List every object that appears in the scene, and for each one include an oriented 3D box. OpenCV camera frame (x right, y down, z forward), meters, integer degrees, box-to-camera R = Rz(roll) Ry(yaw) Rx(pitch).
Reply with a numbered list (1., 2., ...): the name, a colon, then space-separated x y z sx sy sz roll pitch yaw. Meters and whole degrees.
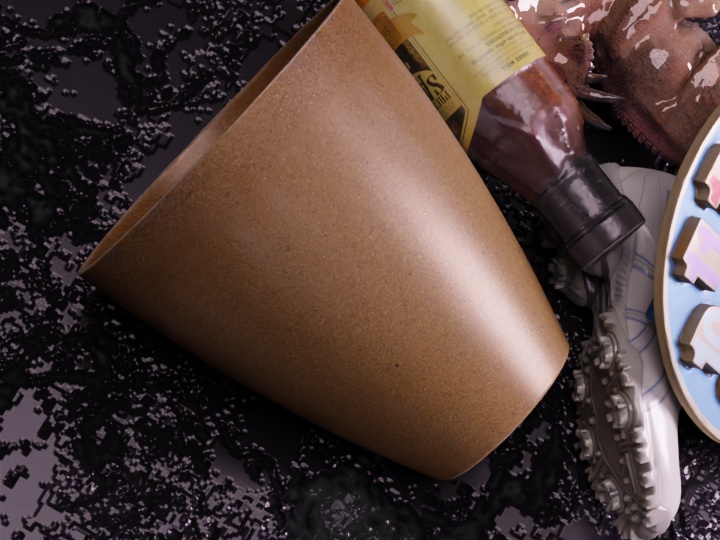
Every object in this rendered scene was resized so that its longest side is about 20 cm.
1. sauce bottle: 0.063 -0.090 1.205 0.066 0.066 0.200 -34 82 -19
2. shape sorting clock: 0.217 -0.006 1.228 0.200 0.039 0.201 -7 101 -38
3. plant pot: 0.000 0.000 1.184 0.200 0.186 0.186 43 68 -7
4. golf shoe: 0.154 0.036 1.243 0.097 0.078 0.201 -1 71 -16
5. toy dinosaur: 0.155 -0.098 1.287 0.200 0.086 0.136 37 68 0
